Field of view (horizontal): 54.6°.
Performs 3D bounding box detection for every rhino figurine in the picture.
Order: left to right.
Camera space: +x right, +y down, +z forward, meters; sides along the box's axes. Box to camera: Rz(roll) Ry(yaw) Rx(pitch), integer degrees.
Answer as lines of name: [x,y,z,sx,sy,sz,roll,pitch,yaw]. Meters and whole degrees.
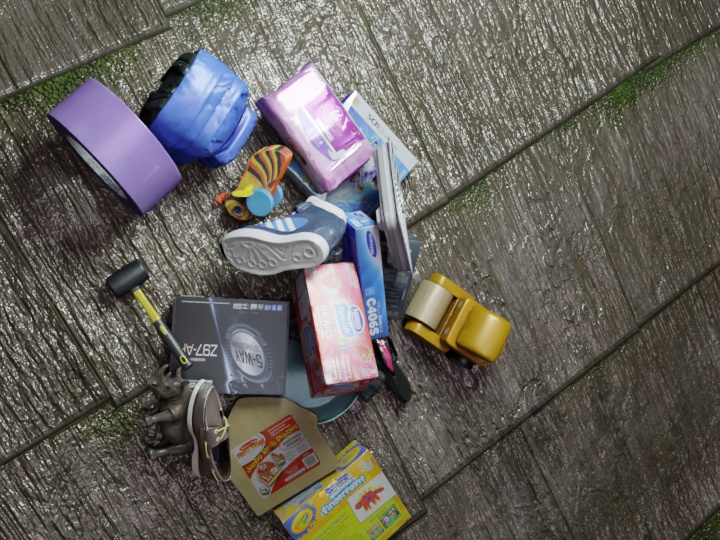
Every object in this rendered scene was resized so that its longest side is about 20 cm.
rhino figurine: [-0.311,0.230,1.138,0.086,0.060,0.203,-11,126,-25]

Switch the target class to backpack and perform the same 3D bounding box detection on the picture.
backpack: [-0.251,-0.254,1.113,0.166,0.200,0.164,29,80,-20]

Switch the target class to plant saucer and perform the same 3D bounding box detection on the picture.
plant saucer: [-0.086,0.178,1.278,0.197,0.036,0.204,0,91,-23]

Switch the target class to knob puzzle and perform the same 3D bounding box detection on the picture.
knob puzzle: [-0.161,0.307,1.240,0.216,0.030,0.223,-1,99,-4]

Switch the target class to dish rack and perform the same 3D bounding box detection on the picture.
dish rack: [0.052,-0.108,1.194,0.043,0.173,0.202,-9,54,6]

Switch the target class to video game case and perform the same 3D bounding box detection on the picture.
video game case: [-0.018,-0.196,1.294,0.181,0.045,0.201,44,76,-16]

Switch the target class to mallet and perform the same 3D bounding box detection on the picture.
mallet: [-0.331,0.070,1.147,0.066,0.041,0.200,-42,88,-15]

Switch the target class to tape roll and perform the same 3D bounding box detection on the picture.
tape roll: [-0.373,-0.185,1.064,0.085,0.199,0.200,-46,106,-15]

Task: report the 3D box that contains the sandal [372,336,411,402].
sandal: [0.052,0.163,1.313,0.201,0.045,0.075,54,28,-20]

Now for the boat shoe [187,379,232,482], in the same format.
boat shoe: [-0.245,0.269,1.155,0.059,0.072,0.203,14,120,17]

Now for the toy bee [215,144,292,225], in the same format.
toy bee: [-0.193,-0.127,1.191,0.107,0.131,0.203,21,94,3]

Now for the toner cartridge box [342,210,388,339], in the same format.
toner cartridge box: [0.006,0.008,1.203,0.043,0.095,0.203,-12,112,-15]

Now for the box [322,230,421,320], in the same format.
box: [0.000,0.000,1.279,0.197,0.051,0.160,8,107,-23]

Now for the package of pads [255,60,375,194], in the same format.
package of pads: [-0.076,-0.246,1.207,0.120,0.076,0.201,-41,102,-16]

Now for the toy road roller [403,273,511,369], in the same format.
toy road roller: [0.196,0.103,1.333,0.199,0.146,0.124,33,79,-19]

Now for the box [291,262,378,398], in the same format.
box: [-0.046,0.099,1.155,0.094,0.100,0.203,-5,69,-21]

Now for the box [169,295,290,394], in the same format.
box: [-0.223,0.127,1.194,0.197,0.044,0.163,4,90,-9]

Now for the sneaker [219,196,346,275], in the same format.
sneaker: [-0.119,-0.065,1.164,0.147,0.197,0.082,-61,144,-51]

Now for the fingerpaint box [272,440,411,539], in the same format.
fingerpaint box: [-0.033,0.447,1.285,0.199,0.073,0.168,-37,105,-18]

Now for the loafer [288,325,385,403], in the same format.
loafer: [-0.047,0.167,1.238,0.199,0.068,0.071,34,84,-17]
